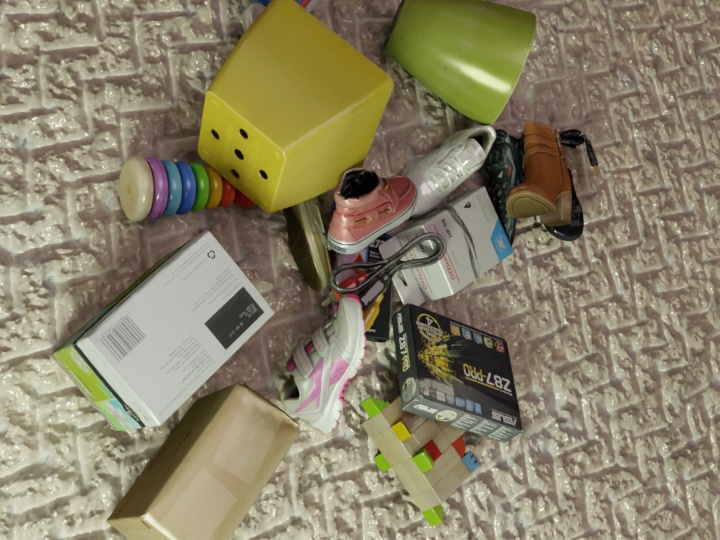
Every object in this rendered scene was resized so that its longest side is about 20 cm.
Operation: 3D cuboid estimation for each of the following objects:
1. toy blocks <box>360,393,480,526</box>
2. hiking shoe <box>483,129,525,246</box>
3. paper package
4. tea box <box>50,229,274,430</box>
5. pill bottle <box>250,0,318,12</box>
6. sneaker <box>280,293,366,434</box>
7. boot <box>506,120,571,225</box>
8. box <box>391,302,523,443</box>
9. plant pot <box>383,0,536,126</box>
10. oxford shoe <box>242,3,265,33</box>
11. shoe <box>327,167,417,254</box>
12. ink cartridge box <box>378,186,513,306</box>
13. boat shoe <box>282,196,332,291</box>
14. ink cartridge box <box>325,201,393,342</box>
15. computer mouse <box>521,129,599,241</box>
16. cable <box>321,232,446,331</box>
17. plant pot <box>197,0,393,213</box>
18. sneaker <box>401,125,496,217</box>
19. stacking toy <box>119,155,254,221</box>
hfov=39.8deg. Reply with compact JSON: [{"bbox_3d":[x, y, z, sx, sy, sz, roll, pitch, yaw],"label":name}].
[{"bbox_3d":[0.098,0.242,1.437,0.136,0.100,0.201,-32,85,-43],"label":"toy blocks"},{"bbox_3d":[0.241,-0.123,1.599,0.086,0.074,0.203,9,82,-39],"label":"hiking shoe"},{"bbox_3d":[-0.192,0.251,1.210,0.103,0.190,0.201,40,62,-12],"label":"paper package"},{"bbox_3d":[-0.244,0.078,1.216,0.134,0.196,0.200,51,60,-10],"label":"tea box"},{"bbox_3d":[-0.146,-0.450,1.438,0.199,0.112,0.113,37,64,-16],"label":"pill bottle"},{"bbox_3d":[-0.052,0.122,1.345,0.087,0.081,0.202,15,104,-15],"label":"sneaker"},{"bbox_3d":[0.272,-0.158,1.548,0.199,0.073,0.157,13,71,-62],"label":"boot"},{"bbox_3d":[0.140,0.150,1.455,0.198,0.049,0.163,22,47,-30],"label":"box"},{"bbox_3d":[0.143,-0.348,1.551,0.198,0.187,0.189,21,69,-7],"label":"plant pot"},{"bbox_3d":[-0.098,-0.300,1.437,0.075,0.057,0.201,-50,117,-34],"label":"oxford shoe"},{"bbox_3d":[0.025,-0.107,1.407,0.071,0.092,0.200,26,41,22],"label":"shoe"},{"bbox_3d":[0.131,-0.032,1.501,0.199,0.066,0.117,-32,100,-39],"label":"ink cartridge box"},{"bbox_3d":[-0.072,-0.072,1.419,0.062,0.073,0.203,-14,79,-25],"label":"boat shoe"},{"bbox_3d":[0.000,0.000,1.463,0.094,0.037,0.203,10,72,-27],"label":"ink cartridge box"},{"bbox_3d":[0.345,-0.143,1.675,0.139,0.046,0.202,-9,75,-23],"label":"computer mouse"},{"bbox_3d":[0.029,0.002,1.414,0.200,0.050,0.097,-43,94,-18],"label":"cable"},{"bbox_3d":[-0.105,-0.201,1.316,0.200,0.201,0.176,40,57,10],"label":"plant pot"},{"bbox_3d":[0.133,-0.162,1.533,0.075,0.099,0.200,49,63,-13],"label":"sneaker"},{"bbox_3d":[-0.219,-0.110,1.345,0.198,0.085,0.087,-3,80,-34],"label":"stacking toy"}]
